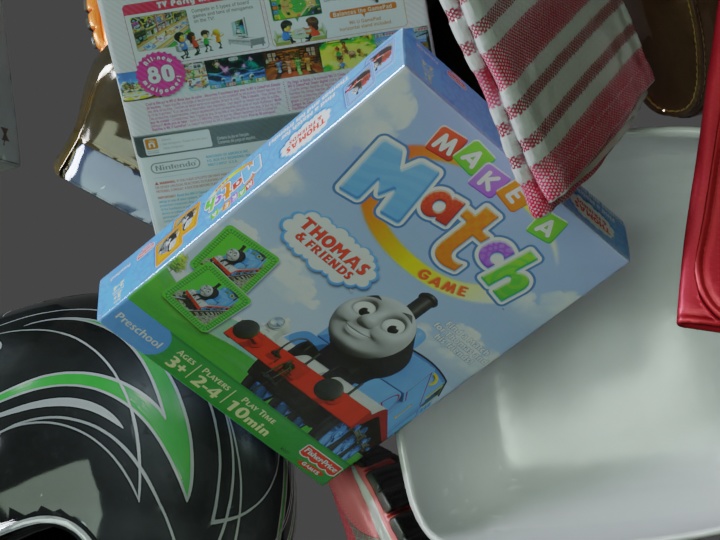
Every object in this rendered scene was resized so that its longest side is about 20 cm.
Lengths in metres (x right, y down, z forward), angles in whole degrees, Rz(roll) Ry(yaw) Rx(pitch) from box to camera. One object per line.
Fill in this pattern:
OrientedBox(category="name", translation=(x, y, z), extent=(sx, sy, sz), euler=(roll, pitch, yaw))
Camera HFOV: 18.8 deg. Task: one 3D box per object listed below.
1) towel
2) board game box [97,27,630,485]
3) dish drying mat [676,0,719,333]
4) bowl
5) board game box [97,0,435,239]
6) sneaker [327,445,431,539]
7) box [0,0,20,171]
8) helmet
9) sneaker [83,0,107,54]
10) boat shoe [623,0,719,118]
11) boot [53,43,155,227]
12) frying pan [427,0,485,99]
OrientedBox(category="towel", translation=(0.064, -0.137, 0.962), extent=(0.030, 0.146, 0.200), euler=(-18, 106, 31))
OrientedBox(category="board game box", translation=(0.000, 0.000, 1.009), extent=(0.200, 0.151, 0.037), euler=(-39, 29, 25))
OrientedBox(category="dish drying mat", translation=(0.196, -0.065, 1.008), extent=(0.077, 0.018, 0.200), euler=(9, 74, 3))
OrientedBox(category="bowl", translation=(0.116, 0.036, 1.072), extent=(0.199, 0.075, 0.200), euler=(-8, 83, 23))
OrientedBox(category="board game box", translation=(-0.039, -0.103, 1.004), extent=(0.147, 0.064, 0.200), euler=(-8, 121, 4))
OrientedBox(category="sneaker", translation=(0.019, 0.181, 1.102), extent=(0.087, 0.074, 0.200), euler=(-33, 74, 19))
OrientedBox(category="box", translation=(-0.320, -0.098, 1.230), extent=(0.200, 0.152, 0.107), euler=(-12, 80, 21))
OrientedBox(category="helmet", translation=(-0.126, 0.111, 1.109), extent=(0.190, 0.200, 0.200), euler=(4, 87, 11))
OrientedBox(category="sneaker", translation=(-0.087, -0.085, 1.173), extent=(0.078, 0.075, 0.200), euler=(-22, 79, 17))
OrientedBox(category="boat shoe", translation=(0.133, -0.162, 1.045), extent=(0.072, 0.068, 0.200), euler=(9, 123, 40))
OrientedBox(category="boot", translation=(-0.059, -0.047, 1.123), extent=(0.200, 0.075, 0.097), euler=(32, 97, -13))
OrientedBox(category="frying pan", translation=(0.031, -0.140, 1.145), extent=(0.190, 0.031, 0.115), euler=(23, 86, 34))
